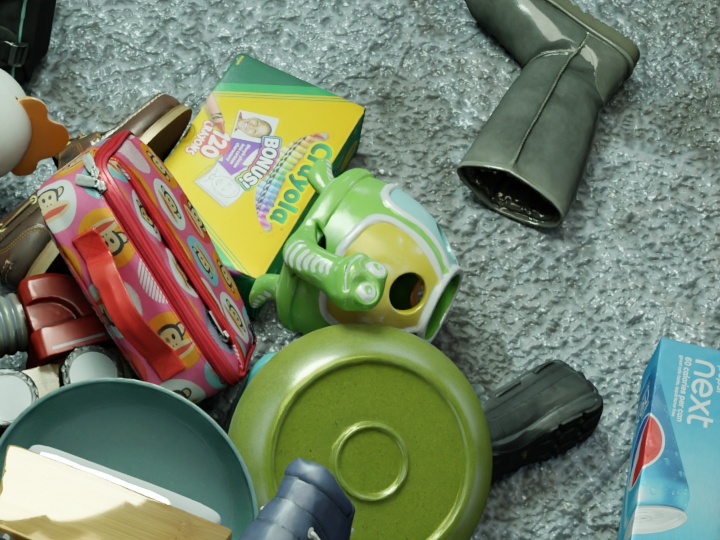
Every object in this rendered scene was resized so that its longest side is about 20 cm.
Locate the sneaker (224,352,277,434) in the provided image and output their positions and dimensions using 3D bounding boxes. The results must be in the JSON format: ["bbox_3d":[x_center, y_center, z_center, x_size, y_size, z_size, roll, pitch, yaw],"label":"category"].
[{"bbox_3d":[-0.081,0.152,1.545,0.077,0.080,0.200,9,60,-3],"label":"sneaker"}]

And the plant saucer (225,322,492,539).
[{"bbox_3d":[0.004,0.137,1.510,0.200,0.031,0.200,1,87,-15],"label":"plant saucer"}]

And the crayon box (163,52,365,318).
[{"bbox_3d":[-0.091,-0.070,1.706,0.119,0.058,0.200,24,56,8],"label":"crayon box"}]

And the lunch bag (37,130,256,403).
[{"bbox_3d":[-0.157,0.004,1.542,0.082,0.176,0.200,-29,100,10],"label":"lunch bag"}]

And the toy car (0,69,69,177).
[{"bbox_3d":[-0.327,-0.105,1.628,0.200,0.177,0.184,15,45,-6],"label":"toy car"}]

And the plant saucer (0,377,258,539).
[{"bbox_3d":[-0.166,0.169,1.489,0.200,0.200,0.036,20,12,4],"label":"plant saucer"}]

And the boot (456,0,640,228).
[{"bbox_3d":[0.130,-0.147,1.795,0.182,0.073,0.200,27,63,12],"label":"boot"}]

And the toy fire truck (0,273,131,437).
[{"bbox_3d":[-0.282,0.046,1.575,0.176,0.129,0.200,-15,70,-19],"label":"toy fire truck"}]

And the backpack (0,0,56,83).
[{"bbox_3d":[-0.341,-0.259,1.725,0.200,0.176,0.153,17,39,2],"label":"backpack"}]

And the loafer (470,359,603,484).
[{"bbox_3d":[0.091,0.123,1.604,0.200,0.068,0.070,-22,54,-27],"label":"loafer"}]

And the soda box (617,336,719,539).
[{"bbox_3d":[0.240,0.154,1.605,0.068,0.064,0.200,14,55,0],"label":"soda box"}]

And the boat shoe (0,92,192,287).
[{"bbox_3d":[-0.217,-0.071,1.660,0.070,0.070,0.200,38,72,12],"label":"boat shoe"}]

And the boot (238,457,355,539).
[{"bbox_3d":[-0.029,0.204,1.439,0.073,0.200,0.090,24,69,20],"label":"boot"}]

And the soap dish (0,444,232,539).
[{"bbox_3d":[-0.182,0.224,1.408,0.157,0.200,0.081,20,37,4],"label":"soap dish"}]

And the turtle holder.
[{"bbox_3d":[0.005,-0.007,1.603,0.132,0.186,0.141,27,68,11],"label":"turtle holder"}]
